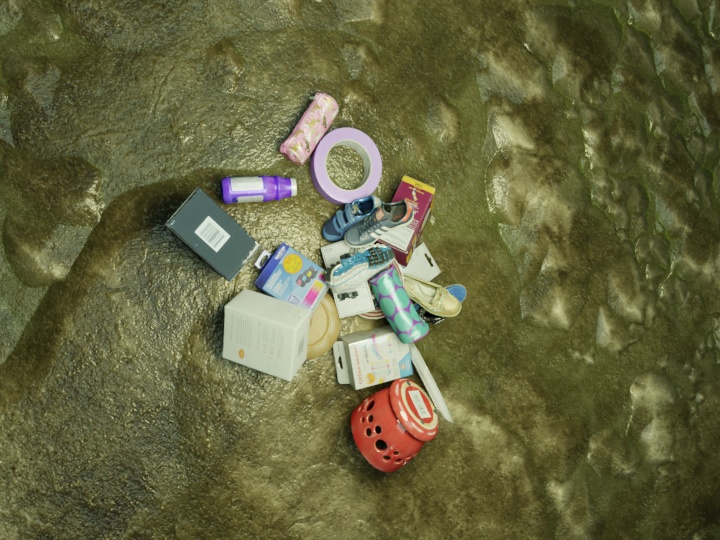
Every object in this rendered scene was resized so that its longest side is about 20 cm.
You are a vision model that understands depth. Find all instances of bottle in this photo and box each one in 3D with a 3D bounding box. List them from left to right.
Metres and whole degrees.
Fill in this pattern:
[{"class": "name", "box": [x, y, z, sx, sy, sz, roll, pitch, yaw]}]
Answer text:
[{"class": "bottle", "box": [-0.268, -0.216, 1.382, 0.194, 0.083, 0.068, -6, 92, -16]}]

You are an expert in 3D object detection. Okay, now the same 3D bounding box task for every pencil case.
[{"class": "pencil case", "box": [-0.140, -0.384, 1.420, 0.086, 0.083, 0.203, 33, 82, -14]}, {"class": "pencil case", "box": [0.102, 0.091, 1.386, 0.091, 0.085, 0.204, -29, 90, -32]}]

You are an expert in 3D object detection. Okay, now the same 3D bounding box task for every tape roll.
[{"class": "tape roll", "box": [-0.041, -0.289, 1.462, 0.194, 0.065, 0.207, 0, 90, -17]}]

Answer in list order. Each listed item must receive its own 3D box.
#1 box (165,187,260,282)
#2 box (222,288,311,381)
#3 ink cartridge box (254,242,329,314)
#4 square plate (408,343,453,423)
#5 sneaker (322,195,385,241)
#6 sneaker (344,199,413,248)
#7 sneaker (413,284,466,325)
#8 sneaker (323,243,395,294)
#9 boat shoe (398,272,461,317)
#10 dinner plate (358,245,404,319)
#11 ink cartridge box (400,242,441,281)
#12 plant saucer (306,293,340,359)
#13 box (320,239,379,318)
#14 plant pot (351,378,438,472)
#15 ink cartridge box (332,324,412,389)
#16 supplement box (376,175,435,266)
[{"class": "box", "box": [-0.362, -0.083, 1.295, 0.200, 0.198, 0.124, 44, 82, -13]}, {"class": "box", "box": [-0.237, 0.160, 1.321, 0.195, 0.107, 0.156, 17, 117, 12]}, {"class": "ink cartridge box", "box": [-0.187, 0.024, 1.391, 0.197, 0.077, 0.138, 31, 75, 7]}, {"class": "square plate", "box": [0.183, 0.300, 1.457, 0.028, 0.201, 0.202, -26, 114, -1]}, {"class": "sneaker", "box": [-0.024, -0.149, 1.434, 0.196, 0.082, 0.076, -27, 70, 10]}, {"class": "sneaker", "box": [0.044, -0.129, 1.352, 0.196, 0.085, 0.076, -28, 70, -1]}, {"class": "sneaker", "box": [0.244, 0.099, 1.534, 0.195, 0.111, 0.079, -19, 96, -16]}, {"class": "sneaker", "box": [0.000, 0.000, 1.365, 0.195, 0.088, 0.076, -23, 53, -8]}, {"class": "boat shoe", "box": [0.188, 0.065, 1.450, 0.197, 0.063, 0.074, 30, 78, 12]}, {"class": "dinner plate", "box": [0.032, 0.033, 1.464, 0.194, 0.024, 0.207, 4, 100, 23]}, {"class": "ink cartridge box", "box": [0.129, 0.019, 1.529, 0.198, 0.050, 0.110, -36, 100, -14]}, {"class": "plant saucer", "box": [-0.150, 0.139, 1.425, 0.193, 0.035, 0.207, 1, 80, -6]}, {"class": "box", "box": [-0.026, 0.018, 1.441, 0.114, 0.060, 0.206, -15, 92, 24]}, {"class": "plant pot", "box": [0.098, 0.410, 1.416, 0.199, 0.202, 0.183, 38, 118, -14]}, {"class": "ink cartridge box", "box": [0.028, 0.242, 1.462, 0.194, 0.125, 0.133, -12, 95, -17]}, {"class": "supplement box", "box": [0.126, -0.136, 1.460, 0.101, 0.131, 0.204, 23, 78, 10]}]
